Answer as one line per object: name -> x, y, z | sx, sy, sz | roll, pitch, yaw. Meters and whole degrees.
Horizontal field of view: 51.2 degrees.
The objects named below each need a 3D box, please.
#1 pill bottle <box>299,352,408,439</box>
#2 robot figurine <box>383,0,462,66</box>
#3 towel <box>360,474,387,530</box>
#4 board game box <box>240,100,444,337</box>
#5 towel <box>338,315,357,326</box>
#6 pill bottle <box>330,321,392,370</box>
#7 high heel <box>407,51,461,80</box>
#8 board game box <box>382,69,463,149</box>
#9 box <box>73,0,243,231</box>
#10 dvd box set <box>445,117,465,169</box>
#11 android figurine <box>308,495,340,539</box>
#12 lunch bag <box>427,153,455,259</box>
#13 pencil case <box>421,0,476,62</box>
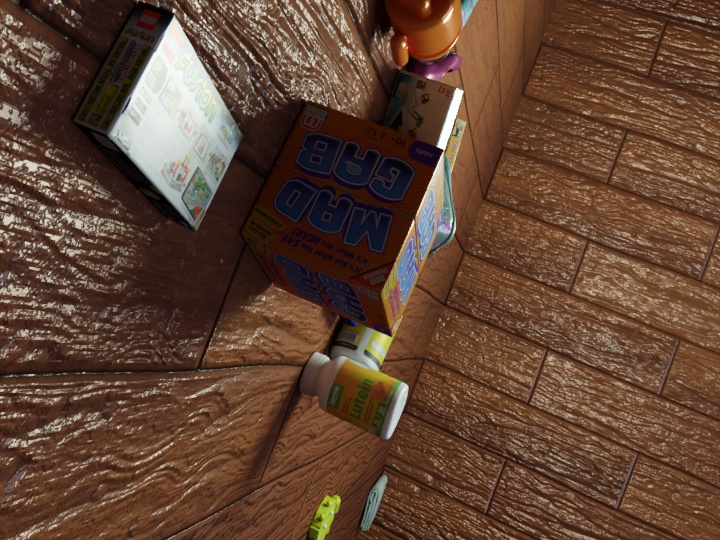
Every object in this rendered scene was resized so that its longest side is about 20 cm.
pill bottle -> -0.015, 0.235, 1.453 | 0.111, 0.196, 0.114 | 21, 91, -76
robot figurine -> 0.100, -0.399, 1.149 | 0.200, 0.113, 0.148 | 34, 54, -77
towel -> 0.056, 1.006, 3.258 | 0.171, 0.047, 0.205 | -25, 134, -76
board game box -> -0.012, -0.063, 1.015 | 0.200, 0.196, 0.204 | 72, 41, -69
towel -> 0.000, 0.000, 1.511 | 0.204, 0.048, 0.148 | -65, 160, -16
pill bottle -> 0.023, 0.115, 1.618 | 0.115, 0.112, 0.203 | 83, 31, -64
high heel -> 0.141, -0.380, 1.453 | 0.198, 0.066, 0.099 | -8, 109, -59
board game box -> 0.095, -0.241, 1.342 | 0.034, 0.124, 0.205 | -3, 115, -56
box -> -0.165, -0.123, 0.656 | 0.201, 0.034, 0.112 | 69, 43, -71
dvd box set -> 0.177, -0.241, 1.733 | 0.146, 0.029, 0.205 | -178, -75, -74
android figurine -> -0.110, 0.738, 2.182 | 0.203, 0.040, 0.183 | 100, 17, -44
lunch bag -> 0.111, -0.123, 1.425 | 0.159, 0.076, 0.205 | -32, -124, 48
pencil case -> 0.153, -0.464, 1.338 | 0.093, 0.083, 0.203 | 90, 23, -57
